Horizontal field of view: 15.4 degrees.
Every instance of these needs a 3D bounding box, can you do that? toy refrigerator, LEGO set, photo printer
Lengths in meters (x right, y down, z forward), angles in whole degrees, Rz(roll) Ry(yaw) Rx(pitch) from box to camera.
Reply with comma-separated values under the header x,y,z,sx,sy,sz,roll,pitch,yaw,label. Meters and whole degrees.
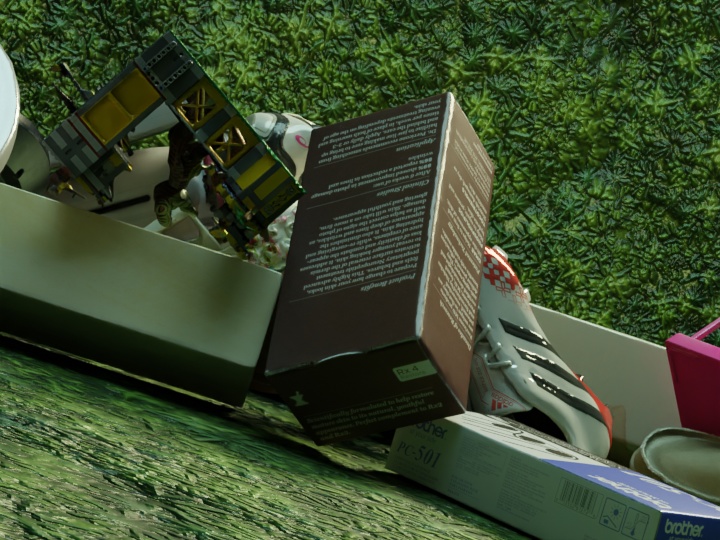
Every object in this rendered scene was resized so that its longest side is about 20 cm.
x,y,z,sx,sy,sz,roll,pitch,yaw,label
-0.150,0.009,1.562,0.199,0.070,0.076,18,-22,-1,toy refrigerator
-0.119,-0.061,1.582,0.154,0.116,0.200,50,0,-16,LEGO set
-0.182,-0.038,1.834,0.165,0.070,0.200,-15,1,4,photo printer

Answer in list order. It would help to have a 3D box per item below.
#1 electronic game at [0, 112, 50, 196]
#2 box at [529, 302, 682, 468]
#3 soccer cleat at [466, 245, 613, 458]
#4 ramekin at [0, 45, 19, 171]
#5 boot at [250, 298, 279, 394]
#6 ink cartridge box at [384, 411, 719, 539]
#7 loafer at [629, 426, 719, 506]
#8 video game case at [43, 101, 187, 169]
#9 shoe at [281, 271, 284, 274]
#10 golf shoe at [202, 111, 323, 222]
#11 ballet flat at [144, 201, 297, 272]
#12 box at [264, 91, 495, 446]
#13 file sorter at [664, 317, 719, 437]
x,y,z,sx,sy,sz,roll,pitch,yaw,label
-0.285,-0.057,1.589,0.198,0.042,0.200,-7,-27,-3,electronic game
0.133,0.078,1.860,0.199,0.078,0.095,18,-17,4,box
0.081,0.053,1.634,0.200,0.068,0.085,52,34,-8,soccer cleat
-0.287,-0.067,1.412,0.201,0.095,0.203,10,46,-10,ramekin
0.000,0.060,1.754,0.199,0.077,0.155,8,-9,28,boot
0.117,0.126,1.489,0.094,0.045,0.199,12,7,-46,ink cartridge box
0.257,0.136,1.681,0.199,0.069,0.075,22,36,38,loafer
-0.210,-0.076,1.771,0.199,0.022,0.182,-20,5,-16,video game case
0.000,0.000,1.760,0.199,0.054,0.070,1,-27,25,shoe
-0.059,-0.066,1.802,0.091,0.073,0.200,-9,-2,-1,golf shoe
-0.089,-0.016,1.692,0.199,0.064,0.076,-25,17,-15,ballet flat
0.015,-0.003,1.553,0.100,0.201,0.075,-13,-48,24,box
0.323,0.103,1.747,0.125,0.140,0.199,-31,32,-28,file sorter
